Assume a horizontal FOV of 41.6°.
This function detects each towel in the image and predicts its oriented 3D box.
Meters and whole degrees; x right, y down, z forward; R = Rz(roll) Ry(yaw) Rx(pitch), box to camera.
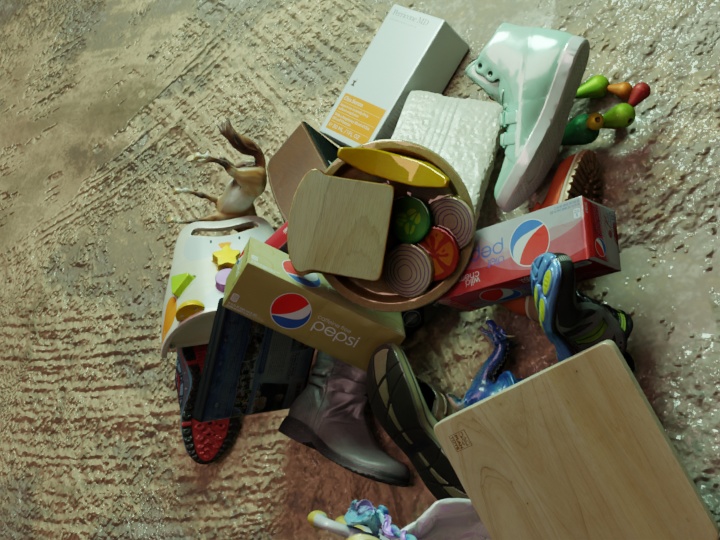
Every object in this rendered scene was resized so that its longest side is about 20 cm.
[{"bbox_3d":[0.096,-0.133,1.148,0.132,0.034,0.200,13,61,16],"label":"towel"}]

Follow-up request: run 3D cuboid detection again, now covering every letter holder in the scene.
[{"bbox_3d":[-0.063,-0.073,1.218,0.142,0.101,0.200,-45,35,14],"label":"letter holder"}]

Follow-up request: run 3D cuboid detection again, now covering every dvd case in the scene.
[{"bbox_3d":[-0.116,0.103,1.133,0.018,0.200,0.143,16,96,31],"label":"dvd case"}]

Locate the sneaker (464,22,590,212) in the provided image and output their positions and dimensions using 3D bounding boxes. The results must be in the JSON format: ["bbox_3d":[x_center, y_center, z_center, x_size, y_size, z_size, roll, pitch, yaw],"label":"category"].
[{"bbox_3d":[0.163,-0.172,1.045,0.118,0.074,0.201,24,100,26],"label":"sneaker"}]

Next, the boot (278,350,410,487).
[{"bbox_3d":[-0.004,0.167,1.130,0.200,0.070,0.132,21,79,36],"label":"boot"}]

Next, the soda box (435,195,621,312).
[{"bbox_3d":[0.168,-0.014,0.994,0.200,0.063,0.070,-19,66,42],"label":"soda box"}]

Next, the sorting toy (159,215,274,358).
[{"bbox_3d":[-0.174,0.004,1.247,0.200,0.107,0.180,-8,52,-5],"label":"sorting toy"}]

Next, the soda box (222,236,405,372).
[{"bbox_3d":[-0.051,0.042,1.062,0.064,0.200,0.068,-58,17,22],"label":"soda box"}]

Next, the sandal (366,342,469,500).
[{"bbox_3d":[0.072,0.168,1.044,0.080,0.057,0.201,-31,91,50],"label":"sandal"}]

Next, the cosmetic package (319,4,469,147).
[{"bbox_3d":[0.044,-0.241,1.259,0.101,0.071,0.200,31,91,41],"label":"cosmetic package"}]

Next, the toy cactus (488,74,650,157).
[{"bbox_3d":[0.221,-0.176,1.096,0.200,0.102,0.165,26,98,32],"label":"toy cactus"}]

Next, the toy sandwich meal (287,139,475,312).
[{"bbox_3d":[0.019,-0.048,0.997,0.205,0.070,0.205,2,96,15],"label":"toy sandwich meal"}]

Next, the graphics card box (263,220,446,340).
[{"bbox_3d":[0.000,0.000,1.111,0.125,0.200,0.051,-41,23,14],"label":"graphics card box"}]

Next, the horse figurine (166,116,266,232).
[{"bbox_3d":[-0.178,-0.113,1.281,0.200,0.132,0.050,122,146,-42],"label":"horse figurine"}]

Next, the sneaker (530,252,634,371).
[{"bbox_3d":[0.221,0.046,0.931,0.083,0.200,0.071,-21,42,15],"label":"sneaker"}]

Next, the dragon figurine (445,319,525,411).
[{"bbox_3d":[0.160,0.145,1.018,0.099,0.059,0.200,-41,51,17],"label":"dragon figurine"}]

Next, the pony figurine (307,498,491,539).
[{"bbox_3d":[0.035,0.304,0.982,0.200,0.193,0.167,-9,62,55],"label":"pony figurine"}]

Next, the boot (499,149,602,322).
[{"bbox_3d":[0.199,-0.047,1.064,0.107,0.075,0.200,18,84,45],"label":"boot"}]

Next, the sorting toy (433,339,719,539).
[{"bbox_3d":[0.208,0.192,0.914,0.199,0.070,0.200,-31,83,25],"label":"sorting toy"}]

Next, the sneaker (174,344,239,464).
[{"bbox_3d":[-0.213,0.163,1.296,0.096,0.079,0.200,151,118,-68],"label":"sneaker"}]
